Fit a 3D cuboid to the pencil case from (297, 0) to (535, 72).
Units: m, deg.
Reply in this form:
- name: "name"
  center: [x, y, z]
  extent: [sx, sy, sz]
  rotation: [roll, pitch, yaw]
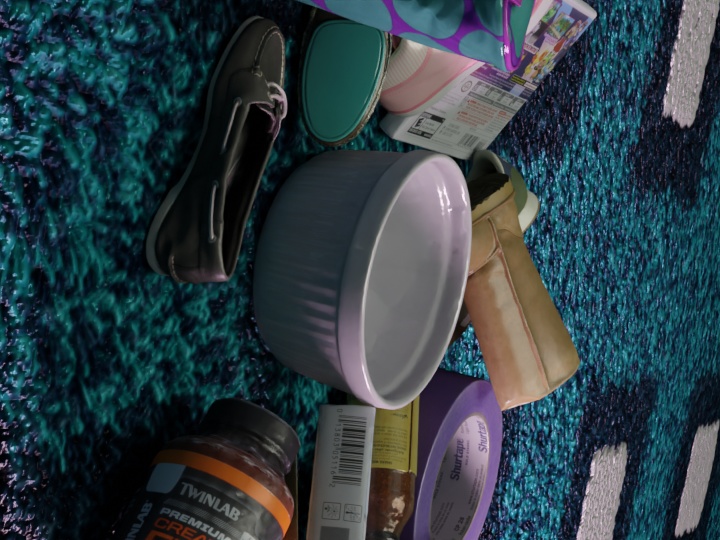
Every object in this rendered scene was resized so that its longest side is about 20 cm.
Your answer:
- name: "pencil case"
  center: [0.026, -0.205, 1.061]
  extent: [0.085, 0.200, 0.092]
  rotation: [-62, 161, -23]

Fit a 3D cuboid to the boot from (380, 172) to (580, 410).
- name: "boot"
  center: [0.105, 0.037, 1.387]
  extent: [0.175, 0.066, 0.200]
  rotation: [-31, 113, -26]

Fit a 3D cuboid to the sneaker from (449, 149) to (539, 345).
- name: "sneaker"
  center: [0.087, -0.026, 1.446]
  extent: [0.200, 0.067, 0.090]
  rotation: [-55, 132, -22]

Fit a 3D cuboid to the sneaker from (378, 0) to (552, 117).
- name: "sneaker"
  center: [0.070, -0.207, 1.226]
  extent: [0.200, 0.075, 0.105]
  rotation: [-42, 150, 15]

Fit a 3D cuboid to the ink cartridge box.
- name: "ink cartridge box"
  center: [-0.018, 0.216, 1.232]
  extent: [0.200, 0.047, 0.160]
  rotation: [91, 3, -62]

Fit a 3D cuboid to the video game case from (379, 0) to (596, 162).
- name: "video game case"
  center: [0.116, -0.180, 1.378]
  extent: [0.182, 0.023, 0.200]
  rotation: [-50, 159, 14]

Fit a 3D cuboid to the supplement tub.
- name: "supplement tub"
  center: [-0.113, 0.186, 1.058]
  extent: [0.200, 0.107, 0.107]
  rotation: [-64, 152, -29]

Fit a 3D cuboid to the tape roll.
- name: "tape roll"
  center: [0.055, 0.188, 1.447]
  extent: [0.200, 0.085, 0.200]
  rotation: [-41, 137, -54]

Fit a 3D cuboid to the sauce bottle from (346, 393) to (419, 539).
- name: "sauce bottle"
  center: [0.015, 0.169, 1.317]
  extent: [0.066, 0.066, 0.200]
  rotation: [53, 37, -59]

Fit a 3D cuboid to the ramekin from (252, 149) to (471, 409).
- name: "ramekin"
  center: [0.000, 0.000, 1.215]
  extent: [0.200, 0.105, 0.200]
  rotation: [-38, 133, -55]

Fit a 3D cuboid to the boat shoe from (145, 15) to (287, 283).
- name: "boat shoe"
  center: [-0.080, -0.080, 1.061]
  extent: [0.200, 0.057, 0.067]
  rotation: [-69, 154, -18]

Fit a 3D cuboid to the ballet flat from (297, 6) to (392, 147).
- name: "ballet flat"
  center: [-0.007, -0.195, 1.169]
  extent: [0.075, 0.068, 0.200]
  rotation: [-71, 166, -77]

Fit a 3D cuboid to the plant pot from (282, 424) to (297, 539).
- name: "plant pot"
  center: [-0.060, 0.218, 1.191]
  extent: [0.200, 0.027, 0.200]
  rotation: [180, -90, -88]
